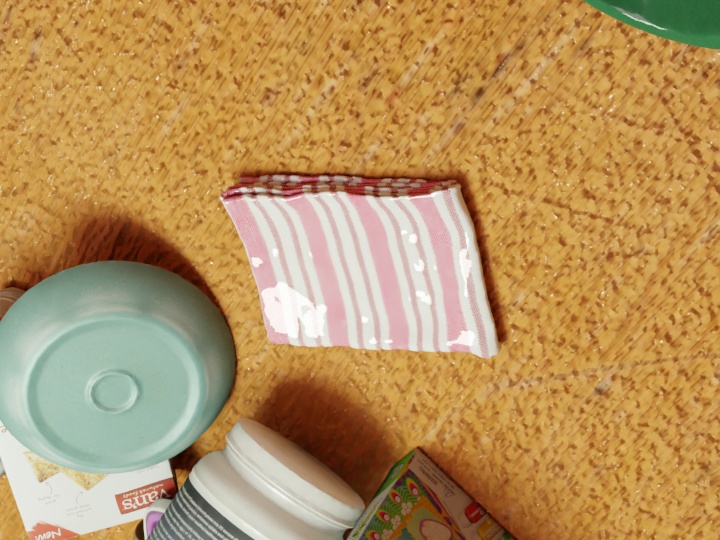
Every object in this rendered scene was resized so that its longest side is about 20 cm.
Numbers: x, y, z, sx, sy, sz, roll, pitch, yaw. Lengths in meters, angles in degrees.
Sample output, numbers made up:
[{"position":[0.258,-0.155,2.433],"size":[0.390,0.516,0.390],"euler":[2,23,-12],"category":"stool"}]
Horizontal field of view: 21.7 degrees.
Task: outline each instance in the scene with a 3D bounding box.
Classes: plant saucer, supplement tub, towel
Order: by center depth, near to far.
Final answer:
[{"position":[0.000,0.000,1.378],"size":[0.198,0.030,0.147],"euler":[2,126,31],"category":"towel"},{"position":[-0.101,0.234,1.487],"size":[0.140,0.140,0.201],"euler":[34,93,4],"category":"supplement tub"},{"position":[-0.196,0.088,1.488],"size":[0.198,0.036,0.202],"euler":[-5,121,-9],"category":"plant saucer"}]

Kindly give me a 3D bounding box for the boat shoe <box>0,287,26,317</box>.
[{"position":[-0.279,0.114,1.615],"size":[0.071,0.069,0.201],"euler":[7,127,28],"category":"boat shoe"}]

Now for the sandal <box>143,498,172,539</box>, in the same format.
[{"position":[-0.159,0.288,1.597],"size":[0.082,0.050,0.204],"euler":[10,120,40],"category":"sandal"}]

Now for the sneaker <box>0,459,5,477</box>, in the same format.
[{"position":[-0.390,0.175,1.747],"size":[0.199,0.075,0.083],"euler":[-27,92,36],"category":"sneaker"}]

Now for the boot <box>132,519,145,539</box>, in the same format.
[{"position":[-0.128,0.318,1.683],"size":[0.199,0.074,0.156],"euler":[32,135,23],"category":"boot"}]

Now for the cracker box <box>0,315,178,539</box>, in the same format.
[{"position":[-0.235,0.123,1.558],"size":[0.133,0.058,0.201],"euler":[-15,124,-5],"category":"cracker box"}]

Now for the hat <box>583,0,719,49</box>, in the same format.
[{"position":[0.194,-0.248,1.070],"size":[0.165,0.177,0.200],"euler":[26,172,10],"category":"hat"}]

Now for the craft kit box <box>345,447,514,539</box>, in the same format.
[{"position":[0.064,0.269,1.430],"size":[0.200,0.198,0.048],"euler":[43,136,-5],"category":"craft kit box"}]
